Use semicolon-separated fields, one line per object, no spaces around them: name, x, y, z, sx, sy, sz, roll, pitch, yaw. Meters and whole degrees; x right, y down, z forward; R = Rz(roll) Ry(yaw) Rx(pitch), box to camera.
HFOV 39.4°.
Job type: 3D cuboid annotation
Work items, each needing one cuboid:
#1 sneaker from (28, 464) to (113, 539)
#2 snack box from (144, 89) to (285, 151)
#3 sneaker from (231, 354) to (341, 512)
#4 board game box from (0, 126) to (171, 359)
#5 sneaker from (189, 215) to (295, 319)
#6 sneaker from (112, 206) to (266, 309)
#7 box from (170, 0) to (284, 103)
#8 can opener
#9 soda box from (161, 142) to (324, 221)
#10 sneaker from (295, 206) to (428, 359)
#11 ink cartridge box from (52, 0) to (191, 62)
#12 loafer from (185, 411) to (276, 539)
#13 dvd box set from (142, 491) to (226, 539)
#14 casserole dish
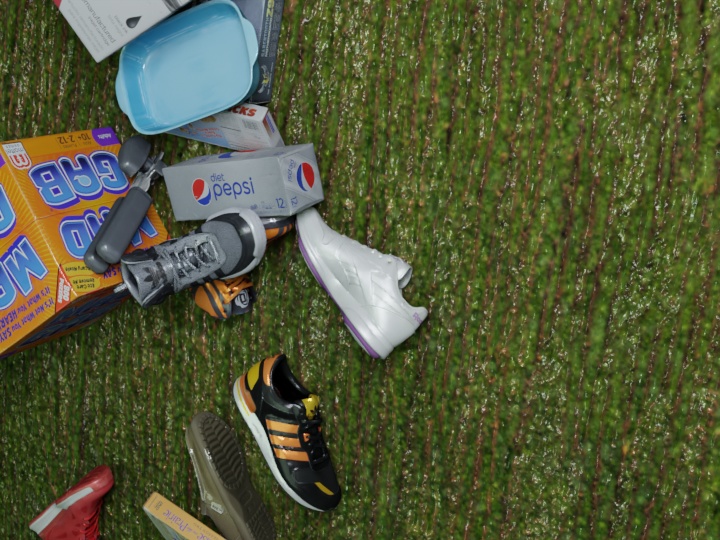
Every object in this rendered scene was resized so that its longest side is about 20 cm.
sneaker;-0.383;0.360;1.433;0.116;0.078;0.200;51;131;-1
snack box;-0.187;-0.181;1.198;0.198;0.072;0.024;16;64;24
sneaker;-0.075;0.196;1.224;0.090;0.070;0.201;-39;81;32
board game box;-0.392;-0.035;1.261;0.199;0.199;0.201;-30;87;30
sneaker;-0.140;-0.008;1.216;0.199;0.077;0.113;-15;99;42
sneaker;-0.197;-0.008;1.133;0.199;0.113;0.076;-20;96;42
box;-0.166;-0.309;1.167;0.156;0.051;0.203;18;109;22
can opener;-0.289;-0.086;1.206;0.053;0.201;0.067;-30;119;34
soda box;-0.138;-0.101;1.168;0.198;0.063;0.069;-1;109;40
sneaker;0.000;0.000;1.153;0.099;0.075;0.201;-35;76;-1
ink cartridge box;-0.235;-0.339;1.064;0.199;0.083;0.147;-27;110;22
loafer;-0.180;0.281;1.296;0.067;0.076;0.202;-23;92;26
dvd box set;-0.182;0.369;1.295;0.199;0.030;0.147;28;155;20
casserole dish;-0.190;-0.226;1.137;0.198;0.039;0.123;-15;85;27
